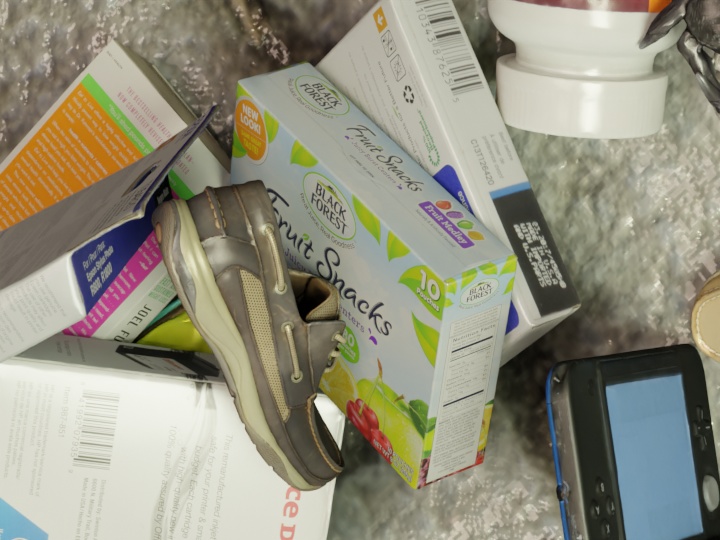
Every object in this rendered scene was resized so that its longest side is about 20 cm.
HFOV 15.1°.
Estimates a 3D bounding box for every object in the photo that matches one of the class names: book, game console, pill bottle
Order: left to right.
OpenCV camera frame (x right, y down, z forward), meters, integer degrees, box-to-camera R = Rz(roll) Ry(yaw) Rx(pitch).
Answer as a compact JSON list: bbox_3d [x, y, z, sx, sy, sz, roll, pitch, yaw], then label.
[{"bbox_3d":[-0.165,-0.015,1.584,0.200,0.048,0.134,-45,60,9],"label":"book"},{"bbox_3d":[0.123,-0.176,1.427,0.109,0.109,0.201,10,106,26],"label":"pill bottle"},{"bbox_3d":[0.188,0.120,1.360,0.118,0.200,0.172,-9,88,26],"label":"game console"}]

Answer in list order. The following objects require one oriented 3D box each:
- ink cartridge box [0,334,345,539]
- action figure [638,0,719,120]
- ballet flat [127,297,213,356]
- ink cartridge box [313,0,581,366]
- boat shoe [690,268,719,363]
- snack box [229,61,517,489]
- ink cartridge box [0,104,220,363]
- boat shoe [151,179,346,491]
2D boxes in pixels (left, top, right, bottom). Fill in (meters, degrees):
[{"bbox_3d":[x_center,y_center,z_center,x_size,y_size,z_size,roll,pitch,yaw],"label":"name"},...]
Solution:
[{"bbox_3d":[-0.120,0.120,1.526,0.199,0.084,0.146,8,100,-11],"label":"ink cartridge box"},{"bbox_3d":[0.223,-0.109,1.388,0.119,0.102,0.200,-36,92,21],"label":"action figure"},{"bbox_3d":[-0.147,0.076,1.610,0.199,0.067,0.067,-29,92,24],"label":"ballet flat"},{"bbox_3d":[0.026,-0.031,1.502,0.199,0.047,0.200,66,152,10],"label":"ink cartridge box"},{"bbox_3d":[0.240,0.037,1.376,0.199,0.069,0.074,7,118,45],"label":"boat shoe"},{"bbox_3d":[0.000,0.000,1.466,0.200,0.053,0.143,44,139,39],"label":"snack box"},{"bbox_3d":[-0.167,-0.002,1.460,0.199,0.200,0.041,-28,102,18],"label":"ink cartridge box"},{"bbox_3d":[-0.041,0.036,1.416,0.073,0.201,0.075,-24,40,1],"label":"boat shoe"}]
